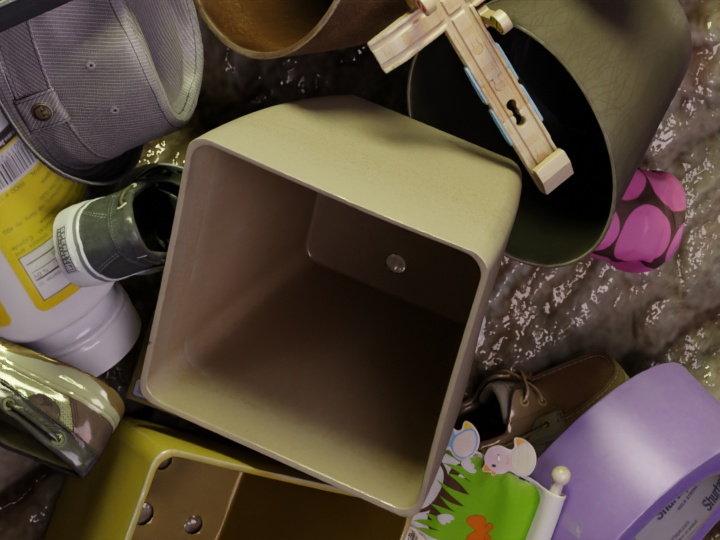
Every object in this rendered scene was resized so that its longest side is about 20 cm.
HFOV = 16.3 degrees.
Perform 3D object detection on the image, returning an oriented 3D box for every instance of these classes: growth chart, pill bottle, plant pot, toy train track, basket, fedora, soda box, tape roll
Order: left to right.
[{"bbox_3d":[-0.220,-0.025,1.607,0.111,0.111,0.201,-35,120,-13],"label":"pill bottle"},{"bbox_3d":[-0.160,-0.151,1.554,0.090,0.177,0.201,-12,116,25],"label":"fedora"},{"bbox_3d":[-0.116,0.197,1.703,0.199,0.176,0.201,15,101,-31],"label":"plant pot"},{"bbox_3d":[-0.051,0.088,1.695,0.199,0.068,0.064,20,93,9],"label":"soda box"},{"bbox_3d":[0.000,0.000,1.606,0.177,0.199,0.201,-48,157,-55],"label":"plant pot"},{"bbox_3d":[0.015,-0.228,1.636,0.199,0.187,0.188,-2,109,-41],"label":"plant pot"},{"bbox_3d":[0.045,0.169,1.795,0.199,0.018,0.145,14,111,14],"label":"growth chart"},{"bbox_3d":[0.080,-0.129,1.554,0.115,0.033,0.200,-38,117,-10],"label":"toy train track"},{"bbox_3d":[0.140,-0.123,1.704,0.181,0.136,0.200,63,36,-11],"label":"basket"},{"bbox_3d":[0.194,0.168,1.853,0.200,0.085,0.200,-37,158,-18],"label":"tape roll"}]

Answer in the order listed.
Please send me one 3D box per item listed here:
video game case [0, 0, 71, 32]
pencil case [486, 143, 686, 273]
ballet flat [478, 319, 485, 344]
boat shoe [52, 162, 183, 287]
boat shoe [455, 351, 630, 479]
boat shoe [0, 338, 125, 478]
[{"bbox_3d":[-0.210,-0.227,1.506,0.199,0.181,0.026,-26,147,-17],"label":"video game case"},{"bbox_3d":[0.132,-0.047,1.801,0.199,0.094,0.091,11,65,-31],"label":"pencil case"},{"bbox_3d":[0.011,0.070,1.792,0.199,0.072,0.072,-14,114,-24],"label":"ballet flat"},{"bbox_3d":[-0.130,-0.031,1.604,0.056,0.200,0.069,-16,97,20],"label":"boat shoe"},{"bbox_3d":[0.110,0.111,1.853,0.200,0.074,0.067,-31,124,-16],"label":"boat shoe"},{"bbox_3d":[-0.251,0.076,1.596,0.200,0.072,0.066,18,59,5],"label":"boat shoe"}]
